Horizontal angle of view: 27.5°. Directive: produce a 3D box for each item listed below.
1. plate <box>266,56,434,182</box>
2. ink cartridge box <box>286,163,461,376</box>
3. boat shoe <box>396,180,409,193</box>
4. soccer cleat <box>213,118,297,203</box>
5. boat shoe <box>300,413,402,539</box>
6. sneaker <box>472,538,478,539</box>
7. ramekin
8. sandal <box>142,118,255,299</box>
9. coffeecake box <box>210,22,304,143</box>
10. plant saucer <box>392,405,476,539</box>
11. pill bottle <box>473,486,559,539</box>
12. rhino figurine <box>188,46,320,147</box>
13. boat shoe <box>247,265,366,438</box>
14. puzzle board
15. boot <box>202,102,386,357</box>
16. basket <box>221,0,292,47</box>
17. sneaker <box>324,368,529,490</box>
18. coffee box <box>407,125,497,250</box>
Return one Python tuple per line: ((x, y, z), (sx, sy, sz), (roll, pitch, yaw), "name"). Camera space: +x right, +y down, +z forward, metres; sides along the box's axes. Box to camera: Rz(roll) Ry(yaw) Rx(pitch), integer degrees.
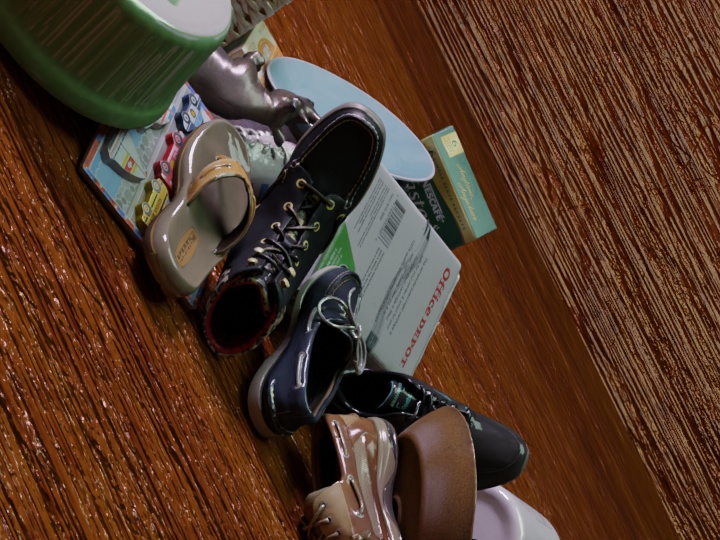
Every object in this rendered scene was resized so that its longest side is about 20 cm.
((-0.013, -0.143, 1.462), (0.199, 0.026, 0.201), (30, 23, -14), "plate")
((0.000, 0.000, 1.408), (0.200, 0.082, 0.148), (48, 63, -47), "ink cartridge box")
((0.017, -0.037, 1.548), (0.201, 0.067, 0.072), (99, -3, -53), "boat shoe")
((-0.104, -0.109, 1.363), (0.200, 0.086, 0.071), (39, 27, -59), "soccer cleat")
((-0.014, 0.201, 1.177), (0.073, 0.076, 0.202), (19, 43, -22), "boat shoe")
((0.048, 0.186, 1.363), (0.070, 0.089, 0.202), (34, 32, -63), "sneaker")
((-0.191, -0.219, 1.121), (0.199, 0.097, 0.201), (38, 31, -28), "ramekin")
((-0.115, -0.052, 1.165), (0.081, 0.053, 0.201), (57, 28, -25), "sandal")
((-0.089, -0.142, 1.511), (0.201, 0.072, 0.154), (59, 13, -17), "coffeecake box")
((0.040, 0.208, 1.198), (0.035, 0.202, 0.201), (12, 35, -16), "plant saucer")
((0.140, 0.285, 1.471), (0.200, 0.113, 0.115), (41, 26, -57), "pill bottle")
((-0.118, -0.168, 1.322), (0.198, 0.060, 0.088), (27, 24, 0), "rhino figurine")
((-0.031, 0.062, 1.235), (0.076, 0.061, 0.200), (67, 31, -23), "boat shoe")
((-0.153, -0.086, 1.197), (0.151, 0.017, 0.201), (55, 28, -30), "puzzle board")
((-0.053, -0.030, 1.197), (0.073, 0.204, 0.154), (35, 24, -9), "boot")
((-0.154, -0.341, 1.466), (0.201, 0.159, 0.199), (58, 13, -24), "basket")
((0.053, 0.138, 1.303), (0.080, 0.197, 0.076), (90, 17, -64), "sneaker")
((0.045, -0.065, 1.598), (0.044, 0.199, 0.124), (-24, 93, -46), "coffee box")
